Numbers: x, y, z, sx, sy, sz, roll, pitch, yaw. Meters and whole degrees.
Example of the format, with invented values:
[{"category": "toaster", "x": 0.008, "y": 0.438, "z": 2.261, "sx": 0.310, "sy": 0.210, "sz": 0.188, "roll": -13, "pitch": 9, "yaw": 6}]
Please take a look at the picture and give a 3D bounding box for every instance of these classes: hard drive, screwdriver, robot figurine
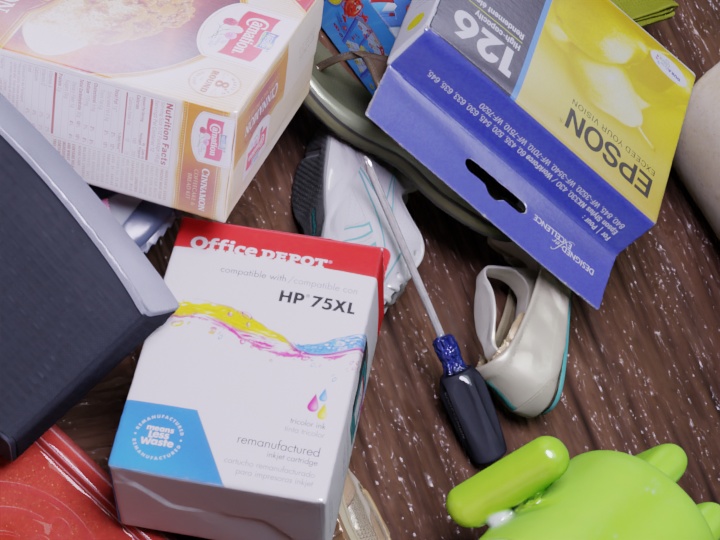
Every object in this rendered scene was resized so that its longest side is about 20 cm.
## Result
[{"category": "hard drive", "x": -0.204, "y": -0.014, "z": 1.004, "sx": 0.135, "sy": 0.042, "sz": 0.200, "roll": -42, "pitch": 92, "yaw": -2}, {"category": "screwdriver", "x": 0.041, "y": 0.025, "z": 1.168, "sx": 0.029, "sy": 0.028, "sz": 0.200, "roll": -84, "pitch": 152, "yaw": -75}, {"category": "robot figurine", "x": 0.123, "y": 0.180, "z": 1.106, "sx": 0.200, "sy": 0.116, "sz": 0.176, "roll": -36, "pitch": 93, "yaw": -37}]

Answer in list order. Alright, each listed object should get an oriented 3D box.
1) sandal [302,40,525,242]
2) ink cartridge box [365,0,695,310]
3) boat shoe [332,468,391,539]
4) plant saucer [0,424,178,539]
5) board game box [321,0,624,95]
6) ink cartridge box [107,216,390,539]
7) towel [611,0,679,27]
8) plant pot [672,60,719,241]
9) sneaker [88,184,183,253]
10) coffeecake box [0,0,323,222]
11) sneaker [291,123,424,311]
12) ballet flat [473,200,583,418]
[{"category": "sandal", "x": 0.029, "y": -0.096, "z": 1.210, "sx": 0.201, "sy": 0.057, "sz": 0.080, "roll": 37, "pitch": 18, "yaw": -3}, {"category": "ink cartridge box", "x": 0.112, "y": -0.110, "z": 1.220, "sx": 0.198, "sy": 0.047, "sz": 0.200, "roll": 38, "pitch": 44, "yaw": -19}, {"category": "boat shoe", "x": -0.020, "y": 0.150, "z": 1.092, "sx": 0.064, "sy": 0.071, "sz": 0.200, "roll": 26, "pitch": 33, "yaw": -56}, {"category": "plant saucer", "x": -0.185, "y": 0.164, "z": 1.012, "sx": 0.200, "sy": 0.037, "sz": 0.200, "roll": 43, "pitch": 52, "yaw": 2}, {"category": "board game box", "x": 0.051, "y": -0.215, "z": 1.348, "sx": 0.200, "sy": 0.056, "sz": 0.196, "roll": -29, "pitch": 78, "yaw": -36}, {"category": "ink cartridge box", "x": -0.054, "y": 0.044, "z": 1.059, "sx": 0.116, "sy": 0.067, "sz": 0.200, "roll": 9, "pitch": 56, "yaw": 6}, {"category": "towel", "x": 0.123, "y": -0.188, "z": 1.321, "sx": 0.200, "sy": 0.018, "sz": 0.086, "roll": -18, "pitch": 72, "yaw": -34}, {"category": "plant pot", "x": 0.307, "y": -0.057, "z": 1.315, "sx": 0.200, "sy": 0.201, "sz": 0.184, "roll": -19, "pitch": 59, "yaw": -34}, {"category": "sneaker", "x": -0.171, "y": -0.023, "z": 1.069, "sx": 0.200, "sy": 0.070, "sz": 0.082, "roll": -40, "pitch": 108, "yaw": -21}, {"category": "coffeecake box", "x": -0.139, "y": -0.119, "z": 1.088, "sx": 0.199, "sy": 0.073, "sz": 0.154, "roll": 16, "pitch": 36, "yaw": 8}, {"category": "sneaker", "x": 0.000, "y": 0.000, "z": 1.184, "sx": 0.080, "sy": 0.070, "sz": 0.201, "roll": 19, "pitch": 54, "yaw": -19}, {"category": "ballet flat", "x": 0.108, "y": -0.002, "z": 1.241, "sx": 0.069, "sy": 0.069, "sz": 0.200, "roll": 23, "pitch": 53, "yaw": -13}]
